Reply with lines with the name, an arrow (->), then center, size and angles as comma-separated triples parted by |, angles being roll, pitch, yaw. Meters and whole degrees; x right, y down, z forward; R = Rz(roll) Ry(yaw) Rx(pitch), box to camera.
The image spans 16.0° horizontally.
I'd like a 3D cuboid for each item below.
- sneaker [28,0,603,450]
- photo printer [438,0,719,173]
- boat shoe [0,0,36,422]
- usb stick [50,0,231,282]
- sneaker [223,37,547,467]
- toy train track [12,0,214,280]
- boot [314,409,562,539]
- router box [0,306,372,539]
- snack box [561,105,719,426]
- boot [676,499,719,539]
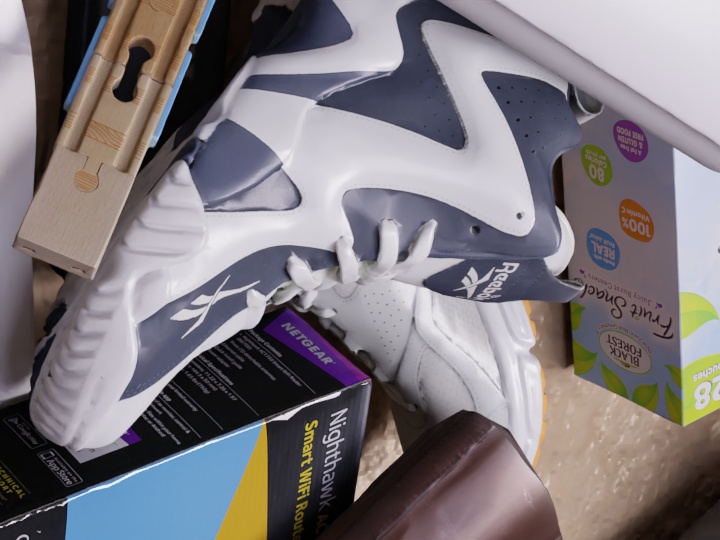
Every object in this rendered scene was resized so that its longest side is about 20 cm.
sneaker -> 0.000, -0.007, 0.760 | 0.130, 0.079, 0.199 | 37, 67, -10
photo printer -> 0.089, -0.132, 0.717 | 0.200, 0.069, 0.167 | 27, 98, -44
boat shoe -> -0.139, -0.034, 0.729 | 0.068, 0.072, 0.200 | -21, 129, -35
usb stick -> -0.064, -0.087, 0.786 | 0.055, 0.033, 0.200 | -4, 109, -31
sneaker -> 0.000, 0.000, 0.858 | 0.092, 0.076, 0.200 | -21, 112, -23
toy train track -> -0.051, -0.087, 0.721 | 0.115, 0.033, 0.200 | 22, 67, -6
boot -> 0.001, 0.151, 0.838 | 0.200, 0.064, 0.186 | -44, 146, -17
router box -> -0.078, 0.121, 0.815 | 0.149, 0.051, 0.200 | -20, 135, -33
snack box -> 0.155, -0.066, 0.953 | 0.169, 0.068, 0.200 | -24, 123, -31
boot -> 0.125, 0.122, 1.001 | 0.200, 0.073, 0.182 | -33, 139, -17
